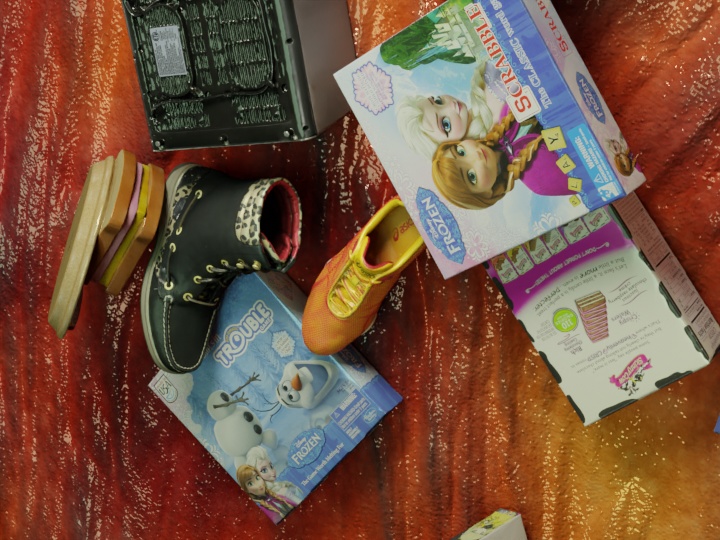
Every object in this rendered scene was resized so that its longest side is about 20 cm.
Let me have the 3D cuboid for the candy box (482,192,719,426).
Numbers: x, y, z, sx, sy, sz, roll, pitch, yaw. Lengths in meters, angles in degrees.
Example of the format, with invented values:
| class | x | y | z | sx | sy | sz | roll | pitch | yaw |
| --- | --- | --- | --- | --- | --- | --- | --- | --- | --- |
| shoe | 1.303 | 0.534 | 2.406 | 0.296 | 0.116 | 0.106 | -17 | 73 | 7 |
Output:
| class | x | y | z | sx | sy | sz | roll | pitch | yaw |
| --- | --- | --- | --- | --- | --- | --- | --- | --- | --- |
| candy box | 0.199 | 0.013 | 1.238 | 0.136 | 0.061 | 0.201 | -32 | 90 | 35 |

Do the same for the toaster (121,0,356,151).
| class | x | y | z | sx | sy | sz | roll | pitch | yaw |
| --- | --- | --- | --- | --- | --- | --- | --- | --- | --- |
| toaster | -0.112 | -0.212 | 1.294 | 0.179 | 0.119 | 0.202 | -2 | 108 | 29 |

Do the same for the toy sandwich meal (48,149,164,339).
| class | x | y | z | sx | sy | sz | roll | pitch | yaw |
| --- | --- | --- | --- | --- | --- | --- | --- | --- | --- |
| toy sandwich meal | -0.250 | -0.024 | 1.430 | 0.070 | 0.206 | 0.206 | 16 | 121 | -14 |

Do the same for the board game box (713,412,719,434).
| class | x | y | z | sx | sy | sz | roll | pitch | yaw |
| --- | --- | --- | --- | --- | --- | --- | --- | --- | --- |
| board game box | 0.379 | 0.066 | 1.173 | 0.134 | 0.034 | 0.202 | 22 | 118 | 20 |

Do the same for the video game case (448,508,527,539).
| class | x | y | z | sx | sy | sz | roll | pitch | yaw |
| --- | --- | --- | --- | --- | --- | --- | --- | --- | --- |
| video game case | 0.101 | 0.352 | 1.352 | 0.036 | 0.180 | 0.202 | 1 | 110 | 54 |

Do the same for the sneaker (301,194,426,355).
| class | x | y | z | sx | sy | sz | roll | pitch | yaw |
| --- | --- | --- | --- | --- | --- | --- | --- | --- | --- |
| sneaker | 0.000 | 0.000 | 1.325 | 0.073 | 0.077 | 0.201 | 41 | 116 | 11 |

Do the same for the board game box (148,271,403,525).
| class | x | y | z | sx | sy | sz | roll | pitch | yaw |
| --- | --- | --- | --- | --- | --- | --- | --- | --- | --- |
| board game box | -0.089 | 0.121 | 1.451 | 0.199 | 0.043 | 0.200 | 46 | 123 | 8 |

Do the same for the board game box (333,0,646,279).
| class | x | y | z | sx | sy | sz | roll | pitch | yaw |
| --- | --- | --- | --- | --- | --- | --- | --- | --- | --- |
| board game box | 0.099 | -0.117 | 1.174 | 0.199 | 0.041 | 0.201 | -27 | 94 | 42 |

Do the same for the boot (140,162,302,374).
| class | x | y | z | sx | sy | sz | roll | pitch | yaw |
| --- | --- | --- | --- | --- | --- | --- | --- | --- | --- |
| boot | -0.131 | 0.003 | 1.364 | 0.153 | 0.073 | 0.206 | 7 | 90 | 46 |
